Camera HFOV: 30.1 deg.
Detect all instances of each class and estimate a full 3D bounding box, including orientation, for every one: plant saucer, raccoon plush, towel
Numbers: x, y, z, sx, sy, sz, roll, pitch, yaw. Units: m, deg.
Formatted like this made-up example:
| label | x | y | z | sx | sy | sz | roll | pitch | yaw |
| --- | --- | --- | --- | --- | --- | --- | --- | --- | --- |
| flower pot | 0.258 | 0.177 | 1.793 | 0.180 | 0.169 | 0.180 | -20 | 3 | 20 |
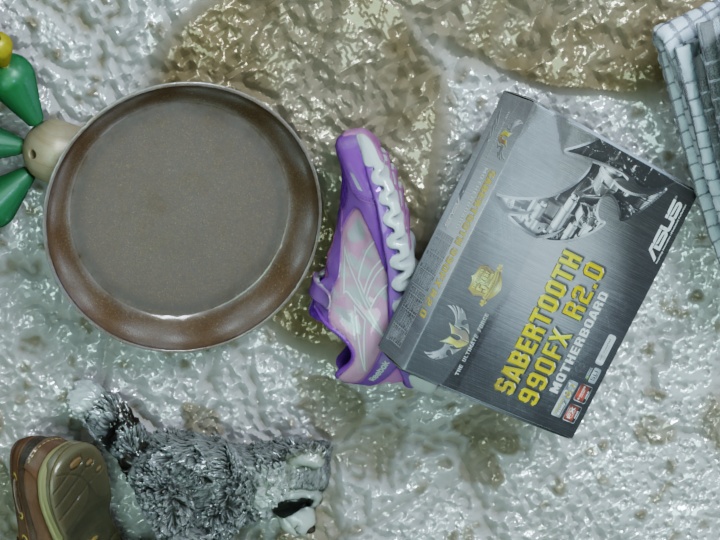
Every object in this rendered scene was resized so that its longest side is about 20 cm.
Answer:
| label | x | y | z | sx | sy | sz | roll | pitch | yaw |
| --- | --- | --- | --- | --- | --- | --- | --- | --- | --- |
| plant saucer | -0.127 | -0.039 | 0.955 | 0.198 | 0.032 | 0.202 | -7 | 114 | -15 |
| raccoon plush | -0.112 | 0.129 | 1.002 | 0.134 | 0.097 | 0.200 | -41 | 102 | 4 |
| towel | 0.307 | -0.103 | 0.904 | 0.164 | 0.086 | 0.202 | -22 | 106 | -11 |

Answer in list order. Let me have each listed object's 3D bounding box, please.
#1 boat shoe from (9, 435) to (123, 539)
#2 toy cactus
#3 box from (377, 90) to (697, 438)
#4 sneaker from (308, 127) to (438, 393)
| label | x | y | z | sx | sy | sz | roll | pitch | yaw |
| --- | --- | --- | --- | --- | --- | --- | --- | --- | --- |
| boat shoe | -0.231 | 0.216 | 1.045 | 0.067 | 0.072 | 0.202 | 13 | 119 | 31 |
| toy cactus | -0.252 | -0.092 | 0.939 | 0.163 | 0.102 | 0.202 | 8 | 99 | -12 |
| box | 0.125 | -0.001 | 0.933 | 0.157 | 0.048 | 0.202 | 24 | 96 | -29 |
| sneaker | 0.000 | 0.000 | 0.963 | 0.087 | 0.081 | 0.202 | -10 | 108 | 8 |
